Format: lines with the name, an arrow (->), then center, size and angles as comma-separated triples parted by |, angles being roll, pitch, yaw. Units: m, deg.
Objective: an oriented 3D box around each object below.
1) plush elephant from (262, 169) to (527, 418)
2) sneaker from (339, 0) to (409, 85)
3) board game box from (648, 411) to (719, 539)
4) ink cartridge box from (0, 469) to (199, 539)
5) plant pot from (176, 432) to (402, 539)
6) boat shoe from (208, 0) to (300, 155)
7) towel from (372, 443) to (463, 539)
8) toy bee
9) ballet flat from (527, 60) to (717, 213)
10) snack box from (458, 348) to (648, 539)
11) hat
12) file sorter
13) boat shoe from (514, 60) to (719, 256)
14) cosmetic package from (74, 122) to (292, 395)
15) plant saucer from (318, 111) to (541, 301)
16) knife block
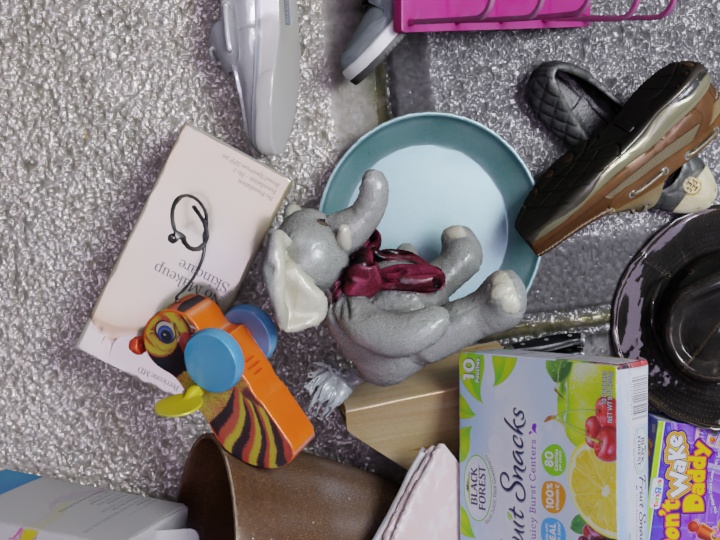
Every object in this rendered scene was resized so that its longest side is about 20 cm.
plush elephant -> 0.000, 0.000, 0.819 | 0.199, 0.165, 0.155 | -35, 110, 9
sneaker -> 0.012, -0.264, 0.875 | 0.120, 0.084, 0.202 | 35, 83, -12
board game box -> 0.310, 0.236, 0.967 | 0.132, 0.045, 0.204 | 6, 94, -6
ink cartridge box -> -0.232, 0.248, 0.842 | 0.197, 0.125, 0.131 | 6, 93, 15
plant pot -> -0.035, 0.232, 0.876 | 0.197, 0.186, 0.190 | 6, 94, -23
boat shoe -> -0.092, -0.197, 0.883 | 0.067, 0.072, 0.204 | 1, 102, 15
towel -> 0.057, 0.269, 0.839 | 0.192, 0.032, 0.201 | 52, 57, -33
toy bee -> -0.117, 0.059, 0.814 | 0.108, 0.130, 0.203 | -22, 77, 32
ballet flat -> 0.226, -0.110, 0.925 | 0.198, 0.057, 0.067 | 33, 92, -7
snack box -> 0.142, 0.164, 0.802 | 0.053, 0.141, 0.204 | -2, 92, -46
hat -> 0.306, 0.035, 0.904 | 0.197, 0.081, 0.204 | -2, 83, 19
file sorter -> 0.139, -0.258, 0.826 | 0.197, 0.125, 0.142 | -9, 105, -30
boat shoe -> 0.219, -0.080, 0.879 | 0.200, 0.076, 0.074 | -42, 113, 12
cosmetic package -> -0.145, -0.009, 0.887 | 0.102, 0.073, 0.202 | 26, 91, -8
plant saucer -> 0.059, -0.034, 0.924 | 0.196, 0.036, 0.204 | -1, 95, -5
knife block -> 0.098, 0.097, 0.900 | 0.199, 0.064, 0.176 | 35, 99, -24
